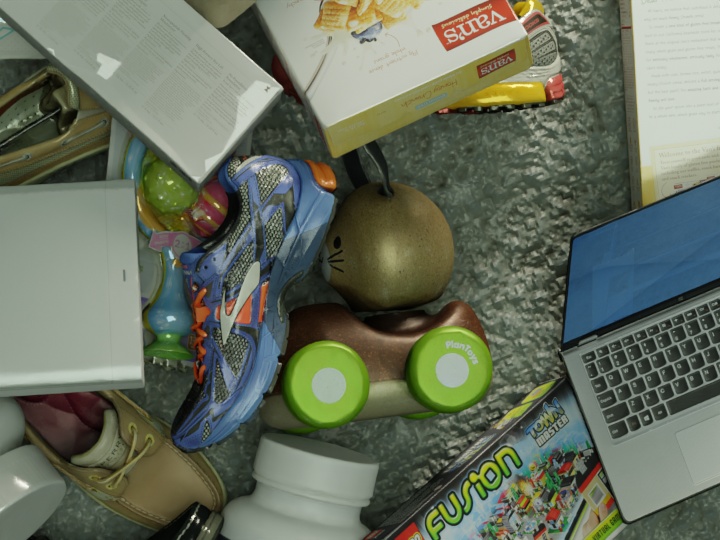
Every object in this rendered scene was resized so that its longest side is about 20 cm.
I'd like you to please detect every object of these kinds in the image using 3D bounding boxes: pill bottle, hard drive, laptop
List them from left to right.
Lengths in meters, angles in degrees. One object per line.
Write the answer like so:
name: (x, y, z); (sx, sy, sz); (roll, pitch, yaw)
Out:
pill bottle: (-0.283, 0.090, 1.670); (0.109, 0.110, 0.200); (-40, 76, -3)
hard drive: (-0.236, 0.013, 1.626); (0.198, 0.026, 0.133); (-3, 71, -2)
pill bottle: (-0.050, 0.215, 1.743); (0.110, 0.111, 0.201); (14, 93, -9)
laptop: (0.239, 0.043, 1.751); (0.186, 0.116, 0.201); (-21, 91, -14)

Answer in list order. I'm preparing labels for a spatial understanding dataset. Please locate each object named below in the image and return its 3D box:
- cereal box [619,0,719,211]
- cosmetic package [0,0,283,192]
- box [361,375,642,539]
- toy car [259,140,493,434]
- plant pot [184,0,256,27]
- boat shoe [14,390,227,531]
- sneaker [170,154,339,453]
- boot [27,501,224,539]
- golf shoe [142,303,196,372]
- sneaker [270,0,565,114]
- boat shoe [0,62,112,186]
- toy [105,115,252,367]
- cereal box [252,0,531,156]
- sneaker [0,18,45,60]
cereal box: (0.251, -0.136, 1.791); (0.143, 0.040, 0.202); (-4, 95, -8)
cosmetic package: (-0.149, -0.146, 1.644); (0.200, 0.051, 0.083); (42, 84, 1)
box: (0.096, 0.171, 1.750); (0.200, 0.035, 0.110); (-39, 101, -34)
toy car: (0.000, 0.000, 1.715); (0.157, 0.164, 0.202); (-6, 86, -8)
plant pot: (-0.080, -0.310, 1.615); (0.200, 0.177, 0.200); (-41, 79, -16)
boat shoe: (-0.174, 0.114, 1.740); (0.199, 0.066, 0.074); (34, 90, -9)
sneaker: (-0.083, 0.018, 1.653); (0.078, 0.075, 0.201); (20, 87, -17)
boot: (-0.203, 0.188, 1.721); (0.154, 0.074, 0.203); (44, 110, -6)
golf shoe: (-0.177, 0.005, 1.729); (0.199, 0.078, 0.098); (21, 86, -10)
sneaker: (0.036, -0.143, 1.750); (0.199, 0.078, 0.083); (-4, 91, -17)
boat shoe: (-0.185, -0.110, 1.698); (0.200, 0.076, 0.072); (-39, 79, -17)
toy: (-0.108, -0.041, 1.693); (0.115, 0.047, 0.202); (14, 81, -42)
cereal box: (0.005, -0.182, 1.692); (0.143, 0.040, 0.201); (-25, 57, -6)
sneaker: (-0.200, -0.187, 1.717); (0.199, 0.070, 0.081); (-27, 104, 2)
